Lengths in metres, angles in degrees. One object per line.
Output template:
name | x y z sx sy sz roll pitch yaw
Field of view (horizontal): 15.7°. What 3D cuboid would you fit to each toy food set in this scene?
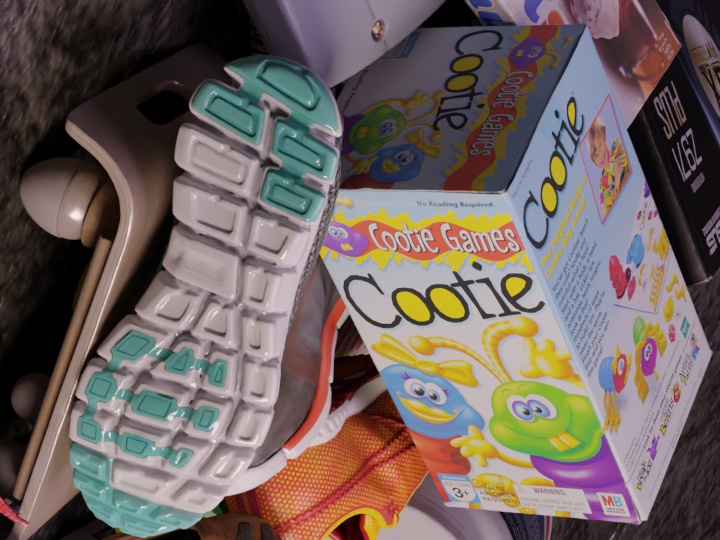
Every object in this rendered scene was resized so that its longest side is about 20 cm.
toy food set | -0.114 0.013 1.073 0.200 0.060 0.144 -68 170 22

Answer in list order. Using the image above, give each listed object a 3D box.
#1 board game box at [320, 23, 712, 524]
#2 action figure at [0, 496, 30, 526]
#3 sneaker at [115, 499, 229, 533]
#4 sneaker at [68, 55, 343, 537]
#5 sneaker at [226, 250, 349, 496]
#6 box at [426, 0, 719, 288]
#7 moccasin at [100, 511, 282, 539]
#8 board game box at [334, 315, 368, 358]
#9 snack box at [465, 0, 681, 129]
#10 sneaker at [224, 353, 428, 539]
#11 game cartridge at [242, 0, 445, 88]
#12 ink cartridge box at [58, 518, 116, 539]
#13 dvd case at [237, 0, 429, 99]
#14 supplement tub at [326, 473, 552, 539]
board game box | 0.065 0.003 1.122 0.105 0.103 0.200 -62 141 -37
action figure | -0.167 0.097 0.977 0.065 0.052 0.200 -43 127 -9
sneaker | -0.068 0.136 1.206 0.074 0.083 0.200 -29 119 -56
sneaker | -0.050 0.011 1.021 0.200 0.077 0.091 -66 174 13
sneaker | -0.043 0.006 1.110 0.082 0.077 0.200 72 34 -43
box | 0.126 -0.086 1.280 0.164 0.086 0.200 68 24 -10
moccasin | -0.125 0.156 1.102 0.078 0.201 0.074 26 49 -48
board game box | 0.000 0.000 1.281 0.200 0.046 0.151 -61 164 20
snack box | 0.070 -0.137 1.097 0.072 0.024 0.200 -55 131 -21
sneaker | -0.001 0.082 1.189 0.200 0.073 0.077 -26 108 -52
game cartridge | 0.014 -0.175 1.080 0.200 0.040 0.133 -50 132 -27
ink cartridge box | -0.120 0.162 1.268 0.200 0.037 0.095 -29 143 -58
dvd case | -0.001 -0.131 1.177 0.150 0.025 0.200 -48 156 -29
supplement tub | 0.022 0.150 1.380 0.200 0.140 0.141 -46 160 -74
